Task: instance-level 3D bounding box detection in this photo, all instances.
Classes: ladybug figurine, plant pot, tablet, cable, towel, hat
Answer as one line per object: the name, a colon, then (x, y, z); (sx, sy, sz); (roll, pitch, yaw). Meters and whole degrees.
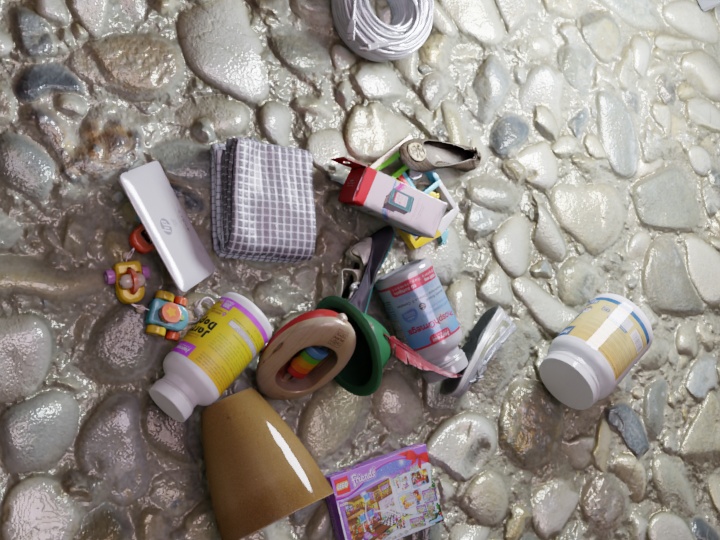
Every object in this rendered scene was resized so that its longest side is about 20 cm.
ladybug figurine: (-0.089, 0.128, 1.656); (0.135, 0.200, 0.072); (29, 30, -38)
plant pot: (-0.163, 0.291, 1.589); (0.185, 0.186, 0.201); (-18, 77, -31)
tablet: (-0.298, -0.071, 1.610); (0.201, 0.014, 0.130); (62, 22, -7)
cable: (0.041, -0.481, 1.887); (0.198, 0.069, 0.202); (0, 81, -31)
towel: (-0.157, -0.117, 1.700); (0.164, 0.085, 0.202); (4, 80, -30)
hat: (0.040, 0.107, 1.740); (0.175, 0.165, 0.202); (-25, 113, -36)

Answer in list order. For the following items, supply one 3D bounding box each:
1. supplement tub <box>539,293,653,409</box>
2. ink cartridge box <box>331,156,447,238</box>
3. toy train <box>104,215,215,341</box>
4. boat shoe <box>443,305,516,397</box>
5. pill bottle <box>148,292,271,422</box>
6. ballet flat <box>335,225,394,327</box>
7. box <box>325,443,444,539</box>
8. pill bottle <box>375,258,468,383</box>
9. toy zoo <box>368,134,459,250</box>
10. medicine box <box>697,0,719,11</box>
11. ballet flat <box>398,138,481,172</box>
supplement tub: (0.447, 0.154, 1.968); (0.200, 0.144, 0.145); (-40, 102, -29)
ink cartridge box: (0.037, -0.126, 1.780); (0.198, 0.116, 0.068); (24, 88, -14)
toy train: (-0.308, 0.009, 1.608); (0.150, 0.055, 0.201); (-39, 101, -29)
boat shoe: (0.220, 0.155, 1.880); (0.065, 0.074, 0.203); (42, 57, -12)
pill bottle: (-0.234, 0.136, 1.601); (0.104, 0.104, 0.200); (48, 62, -14)
ballet flat: (0.000, 0.000, 1.782); (0.073, 0.073, 0.202); (28, 71, -23)
box: (0.039, 0.388, 1.754); (0.198, 0.039, 0.138); (-13, 89, -31)
pill bottle: (0.111, 0.089, 1.806); (0.108, 0.108, 0.202); (-28, 96, -30)
toy zoo: (0.100, -0.130, 1.888); (0.131, 0.020, 0.201); (-39, 101, -29)
medicine box: (0.833, -0.728, 2.367); (0.199, 0.103, 0.183); (-37, 100, -30)
ballet flat: (0.152, -0.213, 1.898); (0.199, 0.046, 0.068); (2, 72, -40)
